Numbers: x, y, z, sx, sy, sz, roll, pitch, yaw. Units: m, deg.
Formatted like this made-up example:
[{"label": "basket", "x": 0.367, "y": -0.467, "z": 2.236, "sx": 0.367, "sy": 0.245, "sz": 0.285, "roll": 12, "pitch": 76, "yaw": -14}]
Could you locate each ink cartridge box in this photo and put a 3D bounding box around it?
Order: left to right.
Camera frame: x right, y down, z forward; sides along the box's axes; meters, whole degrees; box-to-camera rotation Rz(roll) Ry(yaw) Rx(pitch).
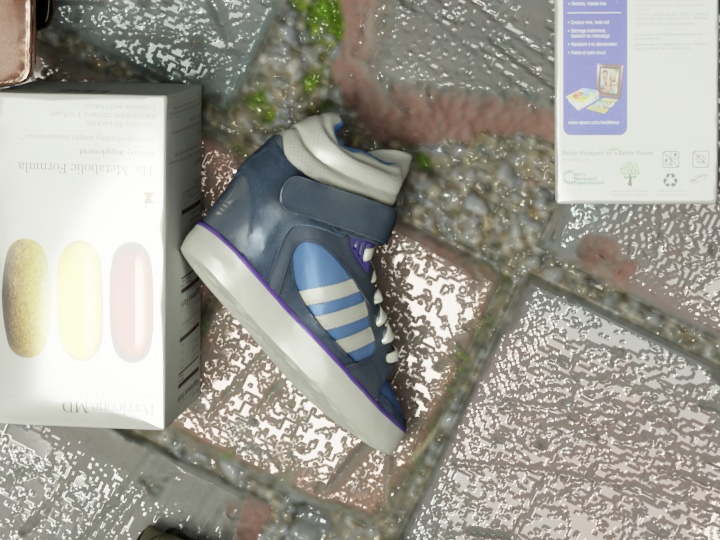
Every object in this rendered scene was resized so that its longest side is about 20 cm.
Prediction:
[{"label": "ink cartridge box", "x": 0.165, "y": -0.140, "z": 1.534, "sx": 0.099, "sy": 0.039, "sz": 0.200, "roll": 1, "pitch": 99, "yaw": 8}]

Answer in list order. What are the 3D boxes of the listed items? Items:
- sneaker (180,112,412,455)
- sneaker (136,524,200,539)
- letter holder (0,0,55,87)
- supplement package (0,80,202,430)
[{"label": "sneaker", "x": 0.000, "y": 0.000, "z": 1.555, "sx": 0.146, "sy": 0.081, "sz": 0.200, "roll": -46, "pitch": 114, "yaw": -10}, {"label": "sneaker", "x": -0.073, "y": 0.200, "z": 1.593, "sx": 0.199, "sy": 0.076, "sz": 0.114, "roll": -23, "pitch": 100, "yaw": 15}, {"label": "letter holder", "x": -0.282, "y": -0.183, "z": 1.559, "sx": 0.200, "sy": 0.101, "sz": 0.142, "roll": 3, "pitch": 100, "yaw": 7}, {"label": "supplement package", "x": -0.159, "y": -0.012, "z": 1.559, "sx": 0.113, "sy": 0.110, "sz": 0.200, "roll": 1, "pitch": 98, "yaw": 8}]
